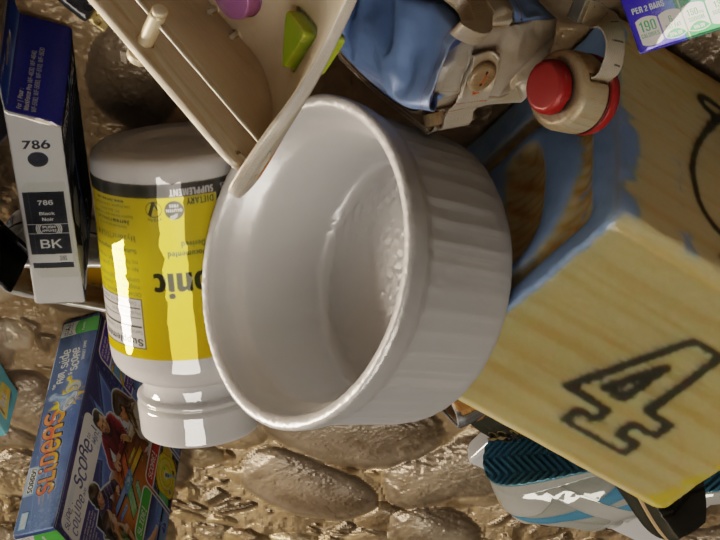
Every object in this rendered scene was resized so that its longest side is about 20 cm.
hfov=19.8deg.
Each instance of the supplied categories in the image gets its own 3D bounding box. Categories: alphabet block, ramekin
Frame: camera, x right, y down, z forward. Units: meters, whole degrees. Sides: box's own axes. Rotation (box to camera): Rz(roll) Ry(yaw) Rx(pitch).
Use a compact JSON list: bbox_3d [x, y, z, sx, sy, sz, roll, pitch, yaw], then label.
[{"bbox_3d":[0.175,-0.001,1.312,0.200,0.195,0.196,28,133,-22],"label":"alphabet block"},{"bbox_3d":[0.000,0.000,1.246,0.098,0.201,0.200,9,142,-40],"label":"ramekin"}]

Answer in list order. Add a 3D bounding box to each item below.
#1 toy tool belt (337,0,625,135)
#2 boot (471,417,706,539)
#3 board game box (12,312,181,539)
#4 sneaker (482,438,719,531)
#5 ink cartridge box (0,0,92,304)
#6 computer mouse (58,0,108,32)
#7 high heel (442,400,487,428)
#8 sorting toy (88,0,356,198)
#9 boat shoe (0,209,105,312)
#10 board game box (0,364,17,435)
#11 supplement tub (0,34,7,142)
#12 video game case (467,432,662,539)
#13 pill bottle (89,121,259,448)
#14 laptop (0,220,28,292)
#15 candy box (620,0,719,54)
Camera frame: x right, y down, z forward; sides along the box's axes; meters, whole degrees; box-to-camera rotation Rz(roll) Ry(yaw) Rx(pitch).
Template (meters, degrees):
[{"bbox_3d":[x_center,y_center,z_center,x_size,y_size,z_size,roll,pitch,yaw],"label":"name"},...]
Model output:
[{"bbox_3d":[0.042,-0.136,1.174,0.123,0.200,0.125,5,116,-41],"label":"toy tool belt"},{"bbox_3d":[0.149,0.117,1.472,0.138,0.200,0.077,-34,166,39],"label":"boot"},{"bbox_3d":[-0.185,0.149,1.496,0.034,0.200,0.135,-15,131,20],"label":"board game box"},{"bbox_3d":[0.195,0.149,1.521,0.200,0.077,0.081,-2,143,18],"label":"sneaker"},{"bbox_3d":[-0.202,-0.081,1.336,0.039,0.100,0.200,-2,137,0],"label":"ink cartridge box"},{"bbox_3d":[-0.114,-0.178,1.267,0.200,0.046,0.140,31,129,-23],"label":"computer mouse"},{"bbox_3d":[0.017,0.051,1.405,0.200,0.143,0.071,-1,128,23],"label":"high heel"},{"bbox_3d":[-0.062,-0.179,1.130,0.200,0.107,0.180,49,131,12],"label":"sorting toy"},{"bbox_3d":[-0.157,0.011,1.445,0.200,0.070,0.071,14,135,-7],"label":"boat shoe"},{"bbox_3d":[-0.381,0.071,1.548,0.200,0.047,0.151,-8,134,14],"label":"board game box"},{"bbox_3d":[-0.287,-0.155,1.267,0.107,0.107,0.200,-12,133,18],"label":"supplement tub"},{"bbox_3d":[0.210,0.122,1.552,0.182,0.023,0.200,26,132,-19],"label":"video game case"},{"bbox_3d":[-0.114,0.010,1.360,0.111,0.111,0.200,-2,109,8],"label":"pill bottle"},{"bbox_3d":[-0.322,-0.033,1.350,0.187,0.116,0.200,44,129,-10],"label":"laptop"},{"bbox_3d":[0.200,-0.239,1.097,0.169,0.077,0.200,-16,103,22],"label":"candy box"}]
